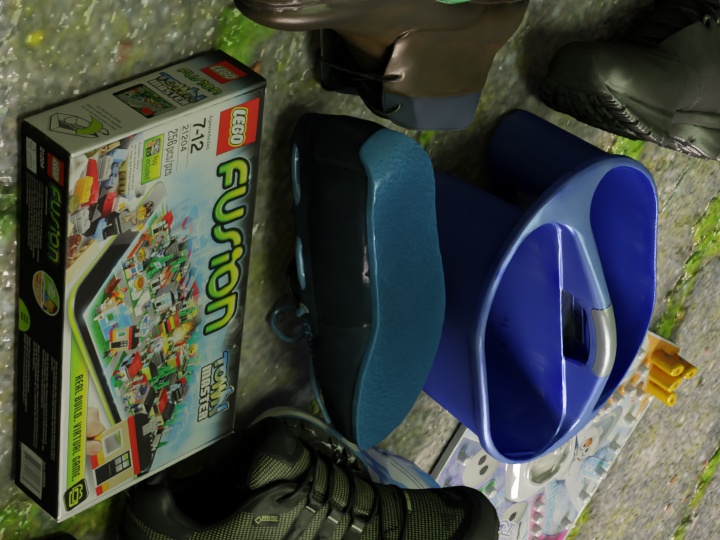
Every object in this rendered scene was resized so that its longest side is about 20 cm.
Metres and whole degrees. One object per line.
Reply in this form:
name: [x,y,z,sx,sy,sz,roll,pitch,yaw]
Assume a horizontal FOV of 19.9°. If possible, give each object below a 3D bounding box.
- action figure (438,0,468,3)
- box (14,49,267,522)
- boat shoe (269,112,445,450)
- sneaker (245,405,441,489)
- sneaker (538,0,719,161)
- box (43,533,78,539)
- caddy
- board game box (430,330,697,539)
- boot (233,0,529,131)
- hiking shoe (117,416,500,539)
action figure: [0.072,-0.196,0.892,0.118,0.055,0.201,47,60,-45]
box: [-0.100,0.008,0.920,0.110,0.035,0.201,-25,136,-37]
boat shoe: [0.000,0.000,1.013,0.084,0.068,0.201,-37,144,-39]
sneaker: [-0.004,0.122,1.127,0.072,0.073,0.200,-32,137,16]
sneaker: [0.163,-0.114,1.125,0.200,0.076,0.091,3,107,-60]
box: [-0.205,0.233,0.973,0.159,0.049,0.201,-13,128,-48]
caddy: [0.097,0.015,1.106,0.141,0.105,0.200,-38,143,-26]
board game box: [0.120,0.119,1.300,0.200,0.026,0.200,-59,147,5]
boot: [0.010,-0.101,0.927,0.200,0.075,0.097,-14,126,-48]
hiking shoe: [-0.024,0.123,1.024,0.199,0.076,0.101,-6,124,-12]
